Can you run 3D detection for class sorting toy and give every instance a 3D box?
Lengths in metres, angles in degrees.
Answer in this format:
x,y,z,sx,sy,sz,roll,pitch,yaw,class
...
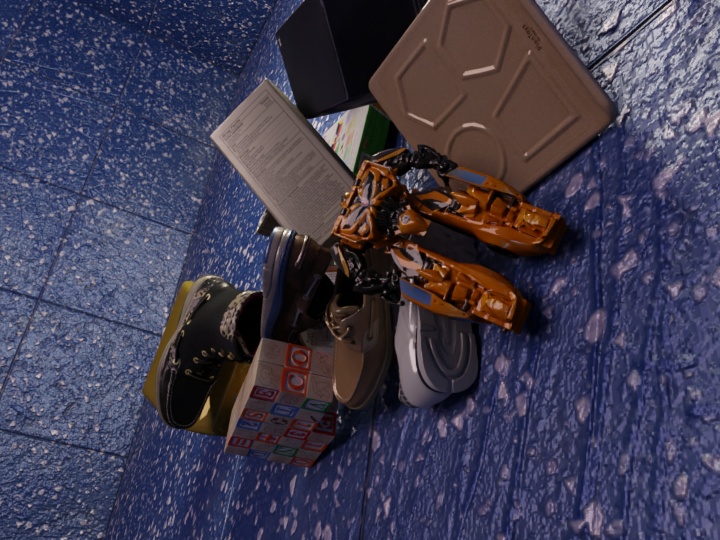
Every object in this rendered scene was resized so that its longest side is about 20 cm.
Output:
x,y,z,sx,sy,sz,roll,pitch,yaw,class
0.108,-0.157,0.572,0.036,0.186,0.200,-32,-7,-36,sorting toy

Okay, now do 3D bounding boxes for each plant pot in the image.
x,y,z,sx,sy,sz,roll,pitch,yaw,class
-0.185,0.155,0.953,0.200,0.194,0.196,28,98,56,plant pot

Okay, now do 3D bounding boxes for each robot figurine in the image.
x,y,z,sx,sy,sz,roll,pitch,yaw,class
0.061,-0.033,0.537,0.199,0.058,0.146,23,88,27,robot figurine

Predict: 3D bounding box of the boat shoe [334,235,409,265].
x,y,z,sx,sy,sz,roll,pitch,yaw,class
0.000,0.000,0.789,0.201,0.068,0.075,-59,24,26,boat shoe

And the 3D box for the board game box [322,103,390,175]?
x,y,z,sx,sy,sz,roll,pitch,yaw,class
-0.022,-0.180,0.996,0.200,0.040,0.154,-24,49,62,board game box

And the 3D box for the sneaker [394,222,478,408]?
x,y,z,sx,sy,sz,roll,pitch,yaw,class
0.064,0.030,0.610,0.081,0.076,0.202,129,154,-56,sneaker

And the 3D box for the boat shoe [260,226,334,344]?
x,y,z,sx,sy,sz,roll,pitch,yaw,class
-0.065,0.034,0.678,0.200,0.072,0.073,100,-174,-60,boat shoe

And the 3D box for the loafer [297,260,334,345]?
x,y,z,sx,sy,sz,roll,pitch,yaw,class
-0.057,0.061,0.883,0.072,0.063,0.202,-33,42,57,loafer

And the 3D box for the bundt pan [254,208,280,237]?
x,y,z,sx,sy,sz,roll,pitch,yaw,class
-0.117,-0.140,1.159,0.203,0.075,0.202,-59,14,23,bundt pan

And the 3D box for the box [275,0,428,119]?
x,y,z,sx,sy,sz,roll,pitch,yaw,class
0.024,-0.268,0.757,0.200,0.197,0.124,-162,55,-69,box

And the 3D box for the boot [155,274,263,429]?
x,y,z,sx,sy,sz,roll,pitch,yaw,class
-0.182,0.109,0.784,0.153,0.073,0.205,6,79,52,boot

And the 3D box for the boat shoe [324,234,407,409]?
x,y,z,sx,sy,sz,roll,pitch,yaw,class
-0.007,0.044,0.640,0.071,0.064,0.202,17,101,47,boat shoe

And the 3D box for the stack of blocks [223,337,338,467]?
x,y,z,sx,sy,sz,roll,pitch,yaw,class
-0.085,0.163,0.746,0.200,0.114,0.059,119,161,-50,stack of blocks

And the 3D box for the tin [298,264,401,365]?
x,y,z,sx,sy,sz,roll,pitch,yaw,class
-0.008,0.049,0.718,0.199,0.042,0.113,-3,91,49,tin

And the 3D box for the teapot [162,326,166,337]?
x,y,z,sx,sy,sz,roll,pitch,yaw,class
-0.289,0.156,1.254,0.200,0.196,0.147,-38,-68,-79,teapot

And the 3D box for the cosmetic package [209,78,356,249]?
x,y,z,sx,sy,sz,roll,pitch,yaw,class
-0.077,-0.117,0.763,0.103,0.200,0.073,-41,-14,10,cosmetic package
